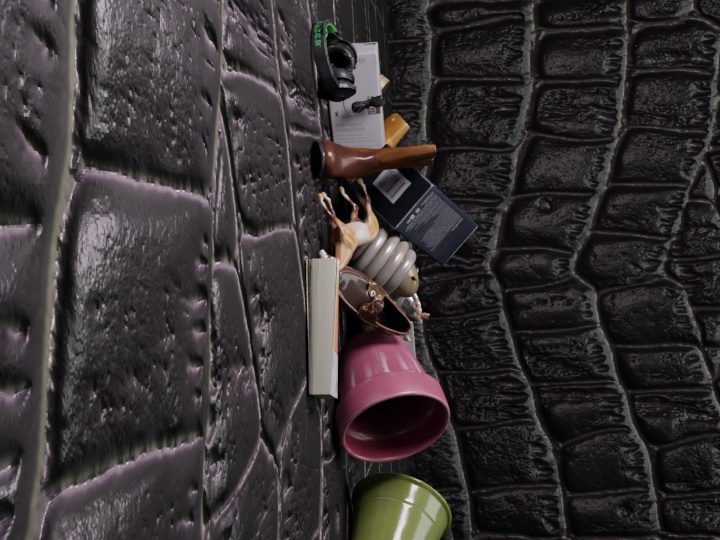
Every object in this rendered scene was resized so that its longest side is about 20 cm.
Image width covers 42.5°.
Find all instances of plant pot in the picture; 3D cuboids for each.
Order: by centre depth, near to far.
[{"bbox_3d":[0.042,0.213,1.657,0.201,0.198,0.180,81,-7,-47],"label":"plant pot"},{"bbox_3d":[0.055,0.515,1.708,0.191,0.198,0.201,-67,156,-49],"label":"plant pot"}]

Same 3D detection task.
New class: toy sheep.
[{"bbox_3d":[0.024,-0.021,1.680,0.138,0.199,0.138,-51,-170,12],"label":"toy sheep"}]

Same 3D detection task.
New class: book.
[{"bbox_3d":[-0.052,0.093,1.421,0.134,0.048,0.202,69,20,-79],"label":"book"}]

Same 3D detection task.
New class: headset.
[{"bbox_3d":[-0.026,-0.348,1.613,0.200,0.093,0.124,60,26,-52],"label":"headset"}]

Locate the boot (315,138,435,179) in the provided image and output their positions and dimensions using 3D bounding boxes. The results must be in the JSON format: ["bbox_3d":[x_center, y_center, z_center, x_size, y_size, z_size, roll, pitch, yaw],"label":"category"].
[{"bbox_3d":[0.028,-0.184,1.549,0.188,0.198,0.069,49,39,-81],"label":"boot"}]

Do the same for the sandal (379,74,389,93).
[{"bbox_3d":[-0.011,-0.332,1.856,0.078,0.069,0.212,-50,178,-35],"label":"sandal"}]

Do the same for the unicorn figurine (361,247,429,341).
[{"bbox_3d":[0.070,0.057,1.760,0.138,0.200,0.074,48,6,30],"label":"unicorn figurine"}]

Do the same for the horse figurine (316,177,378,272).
[{"bbox_3d":[-0.017,-0.080,1.575,0.200,0.050,0.134,-30,99,-57],"label":"horse figurine"}]

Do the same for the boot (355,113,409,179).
[{"bbox_3d":[0.039,-0.243,1.840,0.071,0.144,0.202,46,12,-27],"label":"boot"}]

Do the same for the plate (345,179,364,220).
[{"bbox_3d":[0.013,-0.086,1.839,0.200,0.025,0.202,162,-90,-82],"label":"plate"}]

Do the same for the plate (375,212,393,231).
[{"bbox_3d":[0.019,-0.102,1.936,0.200,0.025,0.202,44,-37,48],"label":"plate"}]

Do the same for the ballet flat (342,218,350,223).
[{"bbox_3d":[0.000,0.000,1.782,0.072,0.067,0.202,29,-50,56],"label":"ballet flat"}]

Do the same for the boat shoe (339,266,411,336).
[{"bbox_3d":[0.018,0.054,1.593,0.200,0.070,0.071,35,81,-43],"label":"boat shoe"}]

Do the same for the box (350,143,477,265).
[{"bbox_3d":[0.103,-0.122,1.735,0.149,0.107,0.200,47,9,37],"label":"box"}]

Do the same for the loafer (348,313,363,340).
[{"bbox_3d":[0.001,0.101,1.876,0.063,0.071,0.202,23,62,-62],"label":"loafer"}]

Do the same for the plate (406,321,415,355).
[{"bbox_3d":[0.037,0.221,1.858,0.199,0.032,0.201,-37,138,-31],"label":"plate"}]

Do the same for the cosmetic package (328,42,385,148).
[{"bbox_3d":[-0.009,-0.318,1.738,0.074,0.101,0.202,-86,170,-59],"label":"cosmetic package"}]
